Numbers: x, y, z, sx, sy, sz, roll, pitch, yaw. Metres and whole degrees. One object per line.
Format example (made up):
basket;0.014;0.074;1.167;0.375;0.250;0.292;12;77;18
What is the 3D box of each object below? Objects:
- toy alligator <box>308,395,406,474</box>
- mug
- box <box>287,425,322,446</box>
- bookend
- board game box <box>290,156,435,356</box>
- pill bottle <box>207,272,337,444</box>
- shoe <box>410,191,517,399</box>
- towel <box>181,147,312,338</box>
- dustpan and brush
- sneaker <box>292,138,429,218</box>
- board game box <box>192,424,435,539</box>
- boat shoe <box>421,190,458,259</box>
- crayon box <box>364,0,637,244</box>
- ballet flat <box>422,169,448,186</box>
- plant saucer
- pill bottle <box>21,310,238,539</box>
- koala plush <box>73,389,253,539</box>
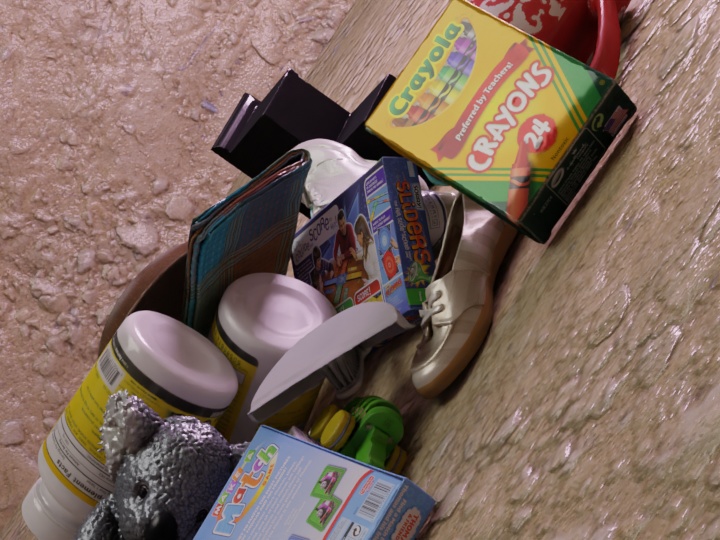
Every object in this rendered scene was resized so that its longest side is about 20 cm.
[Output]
toy alligator;-0.001;0.118;1.266;0.054;0.059;0.200;-56;11;-5
mug;0.150;-0.175;1.409;0.200;0.177;0.134;-54;-28;-18
box;-0.039;0.169;1.331;0.042;0.039;0.200;-54;11;0
bookend;-0.020;-0.147;1.768;0.199;0.200;0.092;-43;16;51
board game box;0.000;0.000;1.476;0.200;0.034;0.136;-36;60;58
pill bottle;-0.096;0.110;1.506;0.111;0.111;0.200;-71;3;-55
shoe;0.070;0.014;1.278;0.070;0.053;0.200;-44;16;46
towel;-0.104;-0.005;1.491;0.147;0.022;0.200;-39;-25;-36
dustpan and brush;-0.011;0.065;1.326;0.139;0.057;0.200;-32;13;11
sneaker;-0.028;-0.074;1.679;0.200;0.075;0.088;14;45;45
board game box;-0.050;0.194;1.152;0.200;0.037;0.152;12;68;58
boat shoe;0.037;-0.015;1.517;0.200;0.062;0.072;-37;66;57
crayon box;0.092;-0.123;1.276;0.200;0.051;0.127;34;90;36
ballet flat;0.124;-0.164;1.561;0.200;0.067;0.070;-52;-3;5
plant saucer;-0.171;0.046;1.513;0.200;0.037;0.201;-43;-26;-27
pill bottle;-0.198;0.143;1.413;0.200;0.112;0.113;-55;11;16
koala plush;-0.153;0.198;1.302;0.184;0.177;0.201;-68;-5;-73
